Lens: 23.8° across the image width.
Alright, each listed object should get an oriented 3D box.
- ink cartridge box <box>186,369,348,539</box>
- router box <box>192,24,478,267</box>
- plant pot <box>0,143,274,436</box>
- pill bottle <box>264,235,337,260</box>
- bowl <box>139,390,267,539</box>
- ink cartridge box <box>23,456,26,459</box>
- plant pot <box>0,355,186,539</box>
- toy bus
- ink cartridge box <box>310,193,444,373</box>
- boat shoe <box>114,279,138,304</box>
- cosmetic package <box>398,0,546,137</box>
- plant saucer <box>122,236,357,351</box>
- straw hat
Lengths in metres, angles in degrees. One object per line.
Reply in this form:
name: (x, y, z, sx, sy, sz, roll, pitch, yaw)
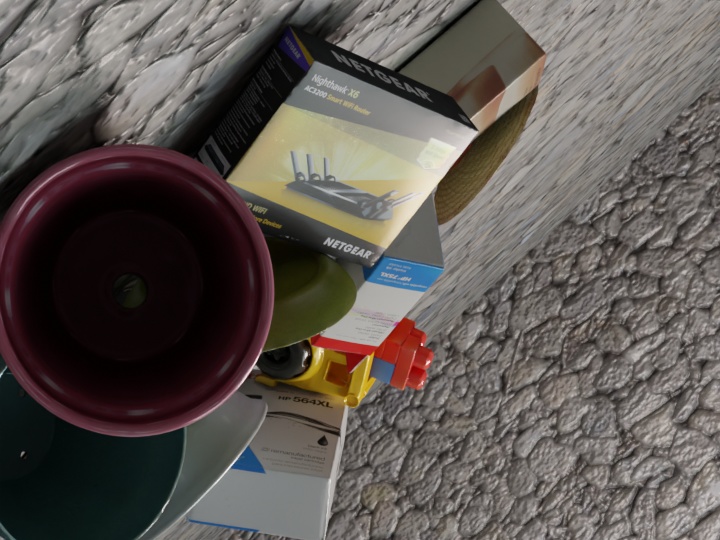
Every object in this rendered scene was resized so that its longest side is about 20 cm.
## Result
ink cartridge box: (-0.094, 0.189, 1.810, 0.200, 0.146, 0.085, -79, 176, -63)
router box: (-0.023, -0.095, 1.392, 0.200, 0.052, 0.157, 17, 119, -44)
plant pot: (-0.168, 0.012, 1.243, 0.200, 0.200, 0.179, -41, -173, -6)
pill bottle: (-0.048, -0.066, 1.550, 0.111, 0.111, 0.200, -32, 167, -44)
bowl: (-0.189, 0.166, 1.618, 0.201, 0.090, 0.201, -42, -170, 9)
ink cartridge box: (-0.331, 0.222, 1.904, 0.200, 0.044, 0.173, -47, 170, 28)
plant pot: (-0.267, 0.138, 1.443, 0.200, 0.201, 0.135, -35, -157, -35)
toy bus: (-0.007, 0.043, 1.817, 0.136, 0.192, 0.200, -51, 157, -56)
ink cartridge box: (0.000, 0.000, 1.635, 0.067, 0.116, 0.200, 10, 142, -25)
boat shoe: (-0.246, 0.097, 1.560, 0.200, 0.073, 0.063, -52, -170, 15)
cosmetic package: (0.080, -0.165, 1.690, 0.200, 0.087, 0.103, -41, 171, -6)
plant saucer: (-0.103, 0.014, 1.418, 0.200, 0.200, 0.031, -32, 125, -45)
straw hat: (0.097, -0.149, 1.808, 0.201, 0.085, 0.201, -52, -167, 17)
